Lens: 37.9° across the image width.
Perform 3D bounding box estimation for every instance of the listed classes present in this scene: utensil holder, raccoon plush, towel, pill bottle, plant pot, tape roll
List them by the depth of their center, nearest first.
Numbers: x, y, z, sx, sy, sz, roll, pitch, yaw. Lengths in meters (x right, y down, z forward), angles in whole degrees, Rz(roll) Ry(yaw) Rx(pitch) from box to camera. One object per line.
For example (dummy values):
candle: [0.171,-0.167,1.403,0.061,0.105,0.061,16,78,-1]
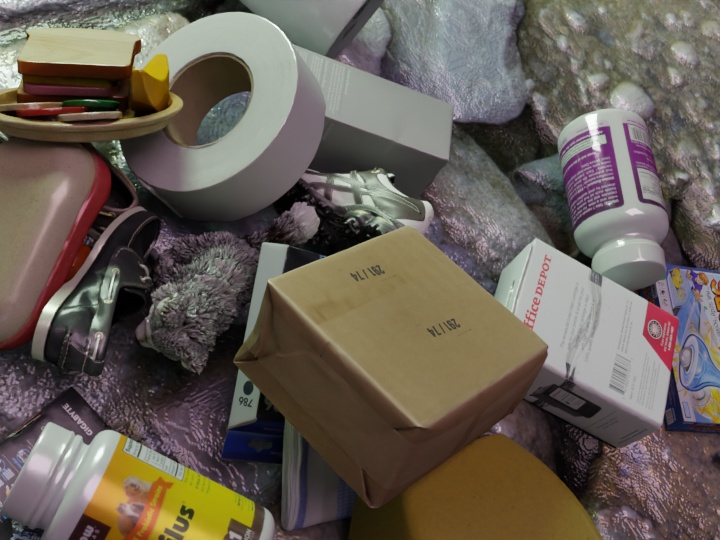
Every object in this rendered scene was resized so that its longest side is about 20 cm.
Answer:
pill bottle: [-0.175,0.200,0.829,0.199,0.109,0.110,29,56,-10]
plant pot: [0.093,0.263,0.929,0.193,0.196,0.201,-9,67,-28]
raccoon plush: [-0.123,0.004,0.960,0.200,0.134,0.097,-44,109,1]
towel: [0.016,0.164,0.991,0.198,0.024,0.148,-5,110,-30]
tape roll: [-0.138,-0.151,1.037,0.201,0.071,0.204,-9,65,19]
utensil holder: [-0.070,-0.355,1.184,0.200,0.170,0.170,41,55,-2]
pill bottle: [0.304,-0.081,1.251,0.111,0.112,0.202,7,62,-22]

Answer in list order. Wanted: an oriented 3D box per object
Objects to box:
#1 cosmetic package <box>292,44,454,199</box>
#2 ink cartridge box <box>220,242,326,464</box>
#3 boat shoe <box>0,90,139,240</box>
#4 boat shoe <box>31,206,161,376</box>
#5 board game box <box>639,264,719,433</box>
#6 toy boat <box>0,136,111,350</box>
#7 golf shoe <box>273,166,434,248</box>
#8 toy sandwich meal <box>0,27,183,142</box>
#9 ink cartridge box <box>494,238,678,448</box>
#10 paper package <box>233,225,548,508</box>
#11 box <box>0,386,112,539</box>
cosmetic package: [-0.007,-0.156,1.149,0.198,0.107,0.091,16,59,-19]
ink cartridge box: [-0.066,0.082,0.971,0.099,0.039,0.202,16,84,-51]
boat shoe: [-0.295,-0.110,1.018,0.200,0.060,0.072,42,55,0]
boat shoe: [-0.219,0.017,0.938,0.067,0.072,0.201,17,40,4]
board game box: [0.412,0.094,1.257,0.134,0.034,0.202,6,63,-22]
toy boat: [-0.289,-0.020,0.947,0.130,0.131,0.201,19,80,30]
golf shoe: [-0.013,-0.069,1.087,0.199,0.078,0.094,31,53,30]
toy sandwich meal: [-0.255,-0.174,0.964,0.203,0.071,0.205,2,21,-1]
ink cartridge box: [0.238,0.081,1.153,0.199,0.083,0.146,28,57,-9]
paper package: [0.028,0.071,0.899,0.190,0.104,0.199,42,40,21]
box: [-0.253,0.233,0.869,0.200,0.050,0.198,46,56,2]
